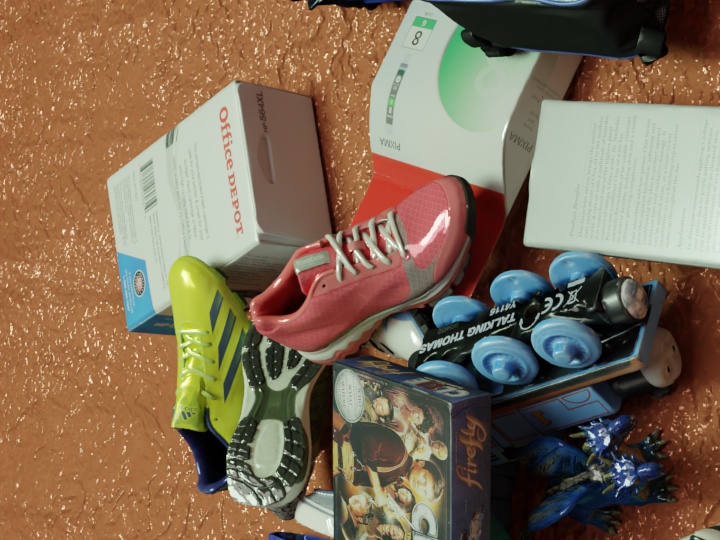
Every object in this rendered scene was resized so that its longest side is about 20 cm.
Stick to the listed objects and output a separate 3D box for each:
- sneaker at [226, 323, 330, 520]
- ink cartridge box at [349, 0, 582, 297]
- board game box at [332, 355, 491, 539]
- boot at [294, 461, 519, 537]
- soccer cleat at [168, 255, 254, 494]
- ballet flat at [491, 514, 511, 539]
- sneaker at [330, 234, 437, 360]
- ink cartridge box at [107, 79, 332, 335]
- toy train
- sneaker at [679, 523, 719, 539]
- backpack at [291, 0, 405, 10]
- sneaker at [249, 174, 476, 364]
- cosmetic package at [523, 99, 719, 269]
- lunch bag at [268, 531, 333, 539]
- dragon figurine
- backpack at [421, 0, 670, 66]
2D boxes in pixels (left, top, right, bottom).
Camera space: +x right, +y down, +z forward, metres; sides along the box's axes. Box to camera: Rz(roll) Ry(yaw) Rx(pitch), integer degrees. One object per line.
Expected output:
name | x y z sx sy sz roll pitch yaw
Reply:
sneaker | -0.055 0.107 1.629 0.077 0.089 0.201 6 62 17
ink cartridge box | 0.058 -0.092 1.503 0.161 0.050 0.200 21 83 50
board game box | 0.032 0.167 1.370 0.135 0.035 0.201 14 107 54
boot | 0.037 0.163 1.520 0.200 0.073 0.091 9 85 43
soccer cleat | -0.122 0.087 1.652 0.065 0.084 0.201 10 122 46
ballet flat | 0.055 0.171 1.423 0.067 0.067 0.200 -44 59 33
sneaker | 0.008 0.036 1.555 0.073 0.072 0.200 -48 35 -4
ink cartridge box | -0.119 -0.047 1.725 0.200 0.084 0.146 -31 61 44
toy train | 0.124 0.059 1.382 0.200 0.114 0.087 -22 37 40
sneaker | 0.186 0.214 1.303 0.200 0.087 0.076 -50 50 36
backpack | -0.014 -0.278 1.570 0.200 0.167 0.163 11 99 48
sneaker | 0.000 0.000 1.460 0.200 0.087 0.074 -41 51 32
cosmetic package | 0.201 -0.054 1.337 0.200 0.071 0.102 9 92 51
lunch bag | -0.030 0.285 1.578 0.200 0.094 0.151 1 87 64
dragon figurine | 0.138 0.141 1.362 0.200 0.099 0.059 -28 63 46
backpack | 0.134 -0.258 1.377 0.183 0.147 0.201 9 72 44
